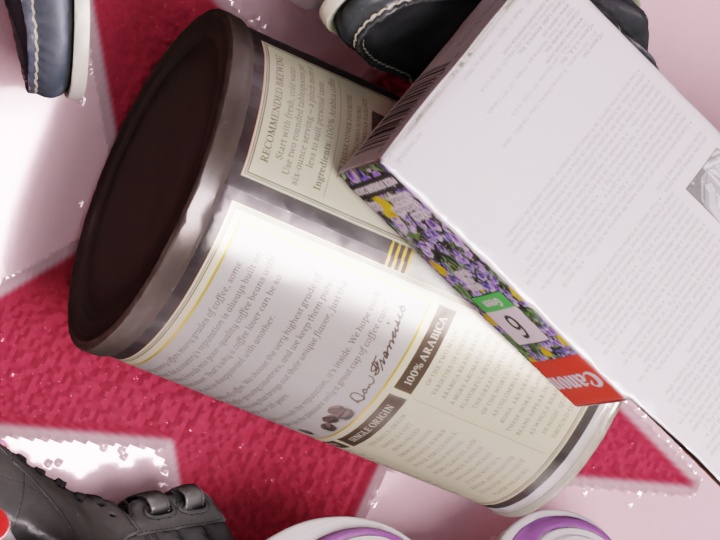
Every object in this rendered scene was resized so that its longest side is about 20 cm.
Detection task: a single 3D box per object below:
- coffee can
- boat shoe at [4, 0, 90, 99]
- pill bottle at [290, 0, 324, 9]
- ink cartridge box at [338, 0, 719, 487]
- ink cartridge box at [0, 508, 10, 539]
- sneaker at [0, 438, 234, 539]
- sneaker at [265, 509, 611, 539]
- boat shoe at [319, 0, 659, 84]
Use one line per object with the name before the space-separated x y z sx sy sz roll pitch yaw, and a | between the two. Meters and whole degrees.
coffee can | 0.000 0.000 1.139 0.199 0.146 0.147 23 88 -19
boat shoe | -0.149 -0.164 1.110 0.062 0.075 0.201 -11 98 -19
pill bottle | 0.044 -0.193 1.149 0.199 0.120 0.120 -28 104 -14
ink cartridge box | 0.100 -0.010 1.075 0.200 0.050 0.109 44 71 -12
ink cartridge box | -0.245 0.070 1.062 0.200 0.067 0.116 39 82 10
sneaker | -0.122 0.105 1.157 0.200 0.071 0.099 50 54 0
sneaker | 0.018 0.152 1.175 0.199 0.100 0.075 2 61 -34
boat shoe | 0.062 -0.090 1.145 0.074 0.199 0.066 -34 70 26
